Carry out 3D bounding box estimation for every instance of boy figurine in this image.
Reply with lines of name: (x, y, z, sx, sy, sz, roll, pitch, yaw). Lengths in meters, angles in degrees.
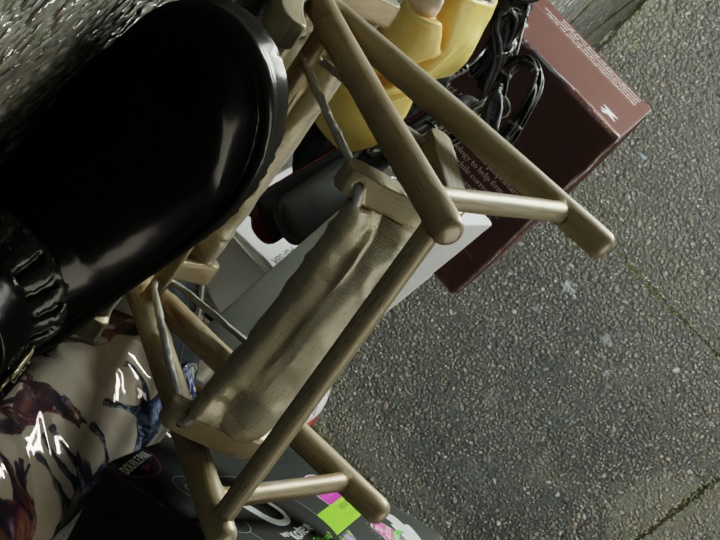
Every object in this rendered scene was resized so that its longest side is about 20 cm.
boy figurine: (0.045, -0.154, 0.863, 0.200, 0.064, 0.124, -44, 177, 26)

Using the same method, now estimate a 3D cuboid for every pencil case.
pencil case: (-0.160, 0.097, 0.701, 0.078, 0.090, 0.200, -29, -168, 34)

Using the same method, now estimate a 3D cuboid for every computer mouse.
computer mouse: (0.094, -0.163, 0.904, 0.059, 0.034, 0.200, -15, -124, 45)
computer mouse: (0.028, -0.121, 1.001, 0.200, 0.046, 0.140, -35, 165, -10)

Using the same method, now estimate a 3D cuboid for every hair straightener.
hair straightener: (0.026, -0.070, 0.922, 0.200, 0.041, 0.077, -27, -164, -26)

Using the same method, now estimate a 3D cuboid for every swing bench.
swing bench: (-0.028, -0.011, 0.687, 0.130, 0.200, 0.199, 3, 130, -50)

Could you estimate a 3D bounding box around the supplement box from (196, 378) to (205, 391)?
supplement box: (-0.145, 0.179, 0.957, 0.126, 0.200, 0.074, -20, -159, -24)

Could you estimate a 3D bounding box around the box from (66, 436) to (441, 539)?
box: (-0.063, 0.172, 0.752, 0.124, 0.148, 0.200, -62, 169, 9)

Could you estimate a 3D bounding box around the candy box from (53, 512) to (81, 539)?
candy box: (-0.213, 0.218, 0.880, 0.169, 0.200, 0.077, -18, -169, 37)

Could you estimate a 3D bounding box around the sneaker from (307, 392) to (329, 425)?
sneaker: (-0.052, 0.077, 1.117, 0.108, 0.067, 0.201, -62, 177, 34)

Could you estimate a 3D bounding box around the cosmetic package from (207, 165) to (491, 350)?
cosmetic package: (0.000, 0.000, 0.941, 0.151, 0.052, 0.200, -43, 172, 11)

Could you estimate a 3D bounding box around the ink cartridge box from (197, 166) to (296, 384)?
ink cartridge box: (-0.107, 0.024, 1.096, 0.200, 0.083, 0.147, -45, 176, 29)

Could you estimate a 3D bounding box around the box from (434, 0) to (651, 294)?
box: (0.113, -0.117, 1.234, 0.200, 0.166, 0.164, -44, 176, 25)

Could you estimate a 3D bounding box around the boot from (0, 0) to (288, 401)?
boot: (-0.126, -0.007, 0.522, 0.211, 0.079, 0.158, -45, 176, 27)

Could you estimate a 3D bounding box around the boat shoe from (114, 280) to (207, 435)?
boat shoe: (-0.119, 0.073, 0.853, 0.062, 0.200, 0.075, -4, -171, -31)
